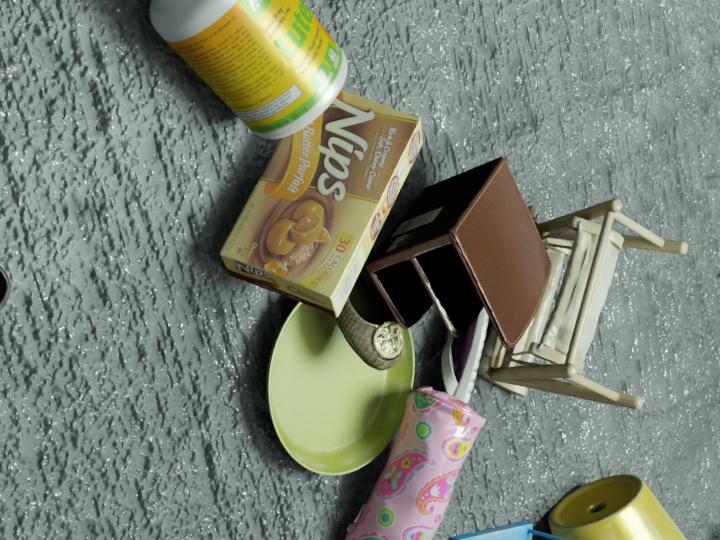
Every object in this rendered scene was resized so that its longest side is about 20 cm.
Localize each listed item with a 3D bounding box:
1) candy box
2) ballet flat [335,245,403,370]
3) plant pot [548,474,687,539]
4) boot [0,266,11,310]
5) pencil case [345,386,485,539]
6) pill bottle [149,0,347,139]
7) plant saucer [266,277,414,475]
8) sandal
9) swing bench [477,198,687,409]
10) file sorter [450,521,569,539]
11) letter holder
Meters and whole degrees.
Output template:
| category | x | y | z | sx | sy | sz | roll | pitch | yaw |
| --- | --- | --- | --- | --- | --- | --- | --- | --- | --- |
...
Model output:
| category | x | y | z | sx | sy | sz | roll | pitch | yaw |
| --- | --- | --- | --- | --- | --- | --- | --- | --- | --- |
| candy box | -0.033 | -0.070 | 1.068 | 0.055 | 0.115 | 0.200 | 80 | 34 | -67 |
| ballet flat | 0.000 | 0.000 | 1.119 | 0.067 | 0.046 | 0.200 | -14 | 85 | -43 |
| plant pot | 0.329 | 0.368 | 1.421 | 0.201 | 0.201 | 0.189 | -32 | 99 | -37 |
| boot | -0.337 | 0.066 | 0.782 | 0.070 | 0.132 | 0.200 | 46 | 63 | -37 |
| pencil case | 0.054 | 0.221 | 1.183 | 0.087 | 0.087 | 0.200 | 25 | 90 | -42 |
| pill bottle | -0.110 | -0.217 | 0.987 | 0.200 | 0.111 | 0.111 | 45 | 64 | -36 |
| plant saucer | -0.024 | 0.105 | 1.156 | 0.200 | 0.031 | 0.200 | -5 | 97 | -43 |
| sandal | 0.101 | 0.109 | 1.260 | 0.050 | 0.082 | 0.203 | 16 | 82 | 0 |
| swing bench | 0.229 | 0.037 | 1.285 | 0.130 | 0.200 | 0.199 | 26 | 75 | -32 |
| file sorter | 0.188 | 0.413 | 1.325 | 0.139 | 0.123 | 0.200 | 1 | 94 | -43 |
| letter holder | 0.109 | -0.004 | 1.159 | 0.142 | 0.100 | 0.200 | 61 | 30 | -14 |
